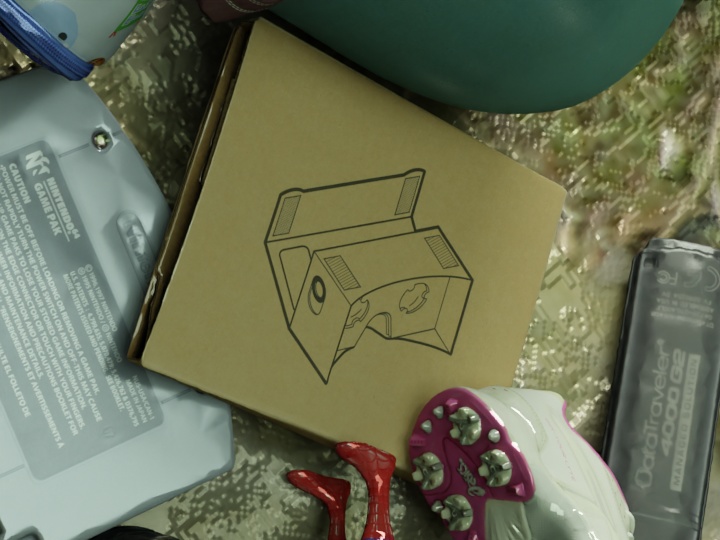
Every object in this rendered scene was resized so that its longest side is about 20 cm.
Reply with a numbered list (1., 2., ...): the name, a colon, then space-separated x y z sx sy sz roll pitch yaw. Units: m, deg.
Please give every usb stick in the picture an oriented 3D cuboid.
1. usb stick: 0.145 0.081 1.077 0.055 0.033 0.201 11 70 1

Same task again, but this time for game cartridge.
1. game cartridge: -0.137 0.016 0.972 0.133 0.040 0.201 -23 93 -21

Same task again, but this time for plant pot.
1. plant pot: 0.058 -0.165 0.998 0.161 0.200 0.201 35 70 -34

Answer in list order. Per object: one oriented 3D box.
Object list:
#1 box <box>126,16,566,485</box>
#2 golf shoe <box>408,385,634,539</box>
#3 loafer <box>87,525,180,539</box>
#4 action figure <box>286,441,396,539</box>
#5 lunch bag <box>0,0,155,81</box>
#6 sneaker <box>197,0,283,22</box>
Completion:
1. box: 0.000 0.000 1.017 0.200 0.021 0.164 26 74 -34
2. golf shoe: 0.104 0.134 1.001 0.091 0.075 0.201 -12 68 -50
3. loafer: -0.089 0.211 0.949 0.073 0.072 0.201 -8 88 -26
4. action figure: -0.013 0.177 0.963 0.052 0.065 0.201 19 56 -36
5. lunch bag: -0.167 -0.166 0.905 0.200 0.160 0.076 43 96 -11
6. sneaker: -0.043 -0.190 0.936 0.076 0.115 0.201 32 48 -33
